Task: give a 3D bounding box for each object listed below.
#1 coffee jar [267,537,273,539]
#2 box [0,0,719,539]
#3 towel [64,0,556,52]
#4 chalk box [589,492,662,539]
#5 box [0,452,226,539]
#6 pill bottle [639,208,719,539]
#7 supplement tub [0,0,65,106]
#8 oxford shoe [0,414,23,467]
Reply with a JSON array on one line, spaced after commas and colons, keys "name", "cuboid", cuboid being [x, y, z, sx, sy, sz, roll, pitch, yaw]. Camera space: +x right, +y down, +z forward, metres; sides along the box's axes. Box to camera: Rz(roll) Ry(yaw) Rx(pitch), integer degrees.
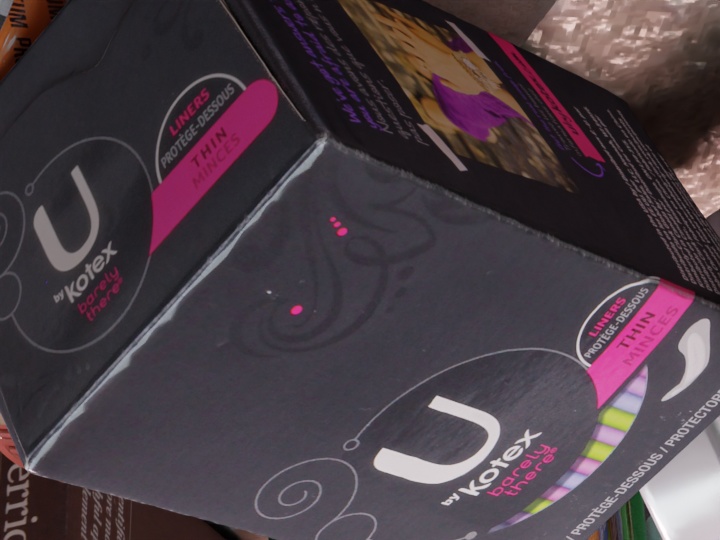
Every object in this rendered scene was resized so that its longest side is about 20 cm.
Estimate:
[{"name": "coffee jar", "cuboid": [0.013, 0.130, 1.027, 0.104, 0.200, 0.085, -11, 148, 16]}, {"name": "box", "cuboid": [0.000, 0.000, 0.752, 0.200, 0.106, 0.122, 20, 121, -44]}, {"name": "towel", "cuboid": [-0.010, -0.090, 0.772, 0.132, 0.035, 0.200, 26, 119, -35]}, {"name": "chalk box", "cuboid": [0.152, 0.092, 1.046, 0.123, 0.125, 0.200, -1, 148, -1]}, {"name": "box", "cuboid": [-0.169, 0.178, 1.135, 0.200, 0.166, 0.164, -14, 146, 20]}, {"name": "pill bottle", "cuboid": [0.174, 0.015, 0.877, 0.200, 0.114, 0.113, -26, 145, 5]}, {"name": "supplement tub", "cuboid": [-0.180, -0.104, 0.711, 0.200, 0.123, 0.122, 22, 142, -33]}, {"name": "oxford shoe", "cuboid": [-0.056, 0.033, 0.871, 0.070, 0.075, 0.200, 1, 170, 23]}]
